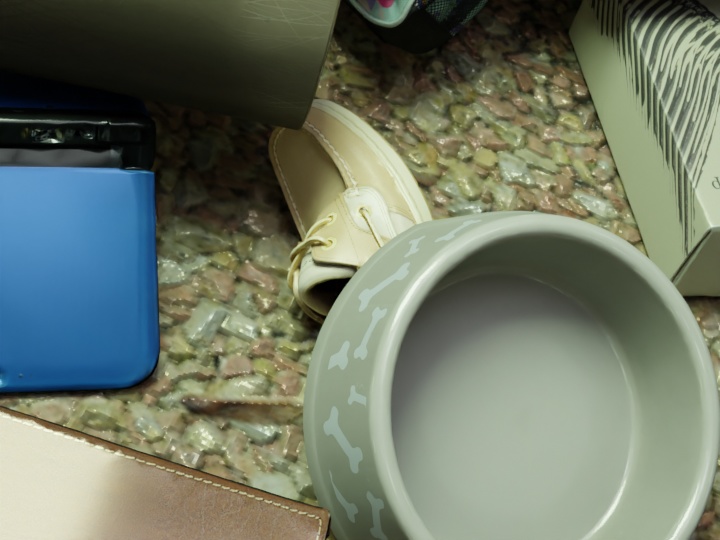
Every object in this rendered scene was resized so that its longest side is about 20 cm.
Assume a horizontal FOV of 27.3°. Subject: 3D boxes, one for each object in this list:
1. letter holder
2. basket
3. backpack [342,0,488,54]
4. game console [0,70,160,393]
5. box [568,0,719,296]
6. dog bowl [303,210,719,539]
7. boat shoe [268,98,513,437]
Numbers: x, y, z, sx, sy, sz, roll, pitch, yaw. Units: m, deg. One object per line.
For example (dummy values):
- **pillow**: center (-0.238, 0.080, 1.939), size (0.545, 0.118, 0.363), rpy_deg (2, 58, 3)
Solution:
- **letter holder**: center (-0.128, 0.147, 0.576), size (0.197, 0.101, 0.143), rpy_deg (18, 54, -5)
- **basket**: center (-0.110, -0.148, 0.717), size (0.197, 0.138, 0.180), rpy_deg (14, 12, -8)
- **backpack**: center (0.032, -0.249, 0.824), size (0.200, 0.150, 0.178), rpy_deg (-46, 70, 6)
- **game console**: center (-0.205, -0.031, 0.729), size (0.197, 0.120, 0.171), rpy_deg (0, 24, -18)
- **box**: center (0.191, -0.086, 0.862), size (0.081, 0.069, 0.202), rpy_deg (-2, 56, -19)
- **dog bowl**: center (0.076, 0.067, 0.673), size (0.197, 0.059, 0.203), rpy_deg (3, 80, -20)
- **boat shoe**: center (0.000, 0.000, 0.737), size (0.069, 0.074, 0.201), rpy_deg (-16, 62, -33)
